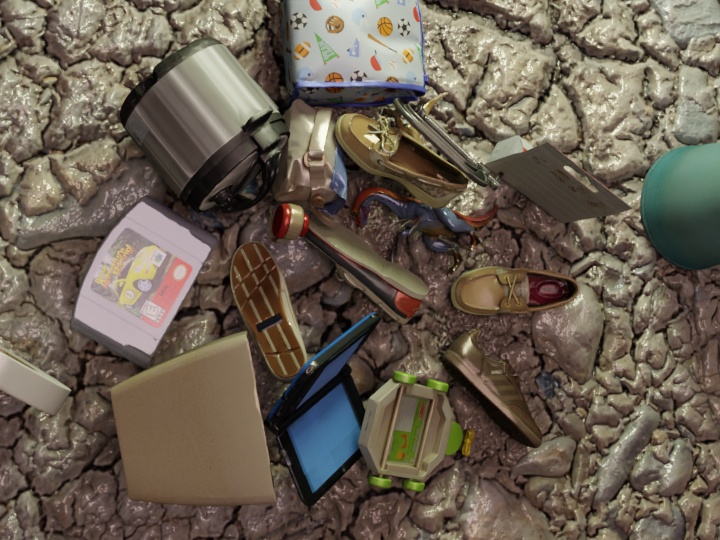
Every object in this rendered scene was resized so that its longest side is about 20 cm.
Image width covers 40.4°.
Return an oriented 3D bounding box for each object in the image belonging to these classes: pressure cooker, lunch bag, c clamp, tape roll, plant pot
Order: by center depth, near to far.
[{"bbox_3d":[-0.437,0.105,1.153,0.201,0.203,0.037,33,78,-13],"label":"tape roll"},{"bbox_3d":[-0.211,0.193,1.234,0.174,0.200,0.203,-10,89,-7],"label":"plant pot"},{"bbox_3d":[-0.189,-0.171,1.260,0.178,0.176,0.201,-40,89,4],"label":"pressure cooker"},{"bbox_3d":[-0.008,-0.320,1.366,0.197,0.124,0.173,-5,86,-11],"label":"lunch bag"},{"bbox_3d":[0.122,-0.175,1.371,0.200,0.171,0.027,42,109,-6],"label":"c clamp"},{"bbox_3d":[0.568,-0.109,1.505,0.197,0.188,0.203,2,85,-18],"label":"plant pot"}]

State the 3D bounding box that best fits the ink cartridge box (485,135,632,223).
[{"bbox_3d":[0.288,-0.138,1.408,0.159,0.200,0.048,35,77,-13],"label":"ink cartridge box"}]

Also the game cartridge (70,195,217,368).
[{"bbox_3d":[-0.292,0.010,1.294,0.132,0.041,0.202,30,78,-10],"label":"game cartridge"}]

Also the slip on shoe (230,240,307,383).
[{"bbox_3d":[-0.123,0.059,1.336,0.075,0.061,0.202,-24,75,-6],"label":"slip on shoe"}]

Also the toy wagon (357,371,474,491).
[{"bbox_3d":[0.082,0.230,1.378,0.198,0.039,0.157,17,86,-41],"label":"toy wagon"}]

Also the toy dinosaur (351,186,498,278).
[{"bbox_3d":[0.081,-0.071,1.421,0.181,0.105,0.200,40,42,-2],"label":"toy dinosaur"}]

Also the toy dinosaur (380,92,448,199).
[{"bbox_3d":[0.063,-0.188,1.421,0.100,0.058,0.202,26,59,-20],"label":"toy dinosaur"}]

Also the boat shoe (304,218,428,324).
[{"bbox_3d":[0.000,0.000,1.376,0.199,0.071,0.063,33,120,-2],"label":"boat shoe"}]

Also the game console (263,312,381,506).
[{"bbox_3d":[-0.023,0.177,1.283,0.118,0.171,0.200,41,32,9],"label":"game console"}]

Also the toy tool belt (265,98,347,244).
[{"bbox_3d":[-0.054,-0.126,1.332,0.121,0.125,0.203,12,63,-24],"label":"toy tool belt"}]

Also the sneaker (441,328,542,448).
[{"bbox_3d":[0.209,0.172,1.429,0.200,0.070,0.076,46,73,-11],"label":"sneaker"}]

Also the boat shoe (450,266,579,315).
[{"bbox_3d":[0.232,0.027,1.448,0.197,0.066,0.075,-5,88,-18],"label":"boat shoe"}]

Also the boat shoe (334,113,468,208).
[{"bbox_3d":[0.057,-0.159,1.329,0.198,0.063,0.074,28,58,-21],"label":"boat shoe"}]
